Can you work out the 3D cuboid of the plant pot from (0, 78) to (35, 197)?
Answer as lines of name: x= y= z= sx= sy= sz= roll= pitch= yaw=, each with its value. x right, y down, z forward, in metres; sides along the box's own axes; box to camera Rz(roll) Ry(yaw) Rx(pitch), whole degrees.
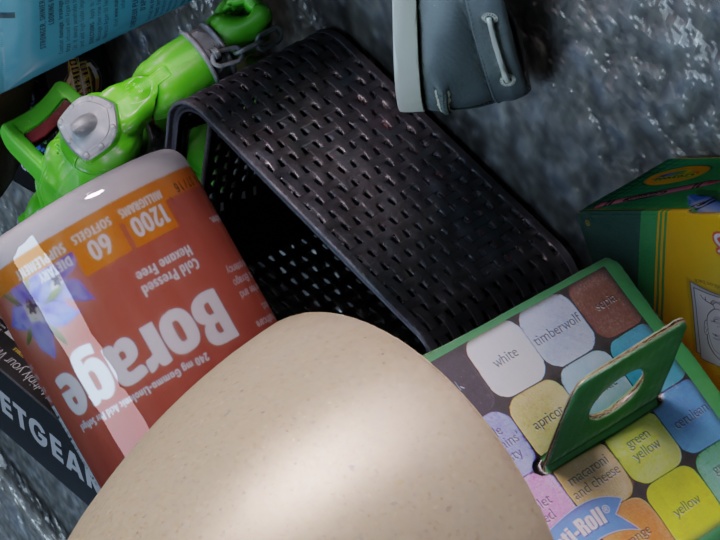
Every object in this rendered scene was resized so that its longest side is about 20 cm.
plant pot: x=-0.246 y=-0.125 z=1.262 sx=0.200 sy=0.200 sz=0.199 roll=48 pitch=154 yaw=21

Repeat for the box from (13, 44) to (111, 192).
box: x=-0.223 y=-0.157 z=1.409 sx=0.200 sy=0.050 sz=0.200 roll=27 pitch=134 yaw=41

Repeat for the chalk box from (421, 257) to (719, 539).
chalk box: x=0.073 y=0.089 z=0.965 sx=0.124 sy=0.124 sz=0.200 roll=54 pitch=146 yaw=13

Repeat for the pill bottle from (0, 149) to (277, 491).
pill bottle: x=-0.084 y=0.054 z=1.130 sx=0.201 sy=0.112 sz=0.112 roll=60 pitch=150 yaw=0

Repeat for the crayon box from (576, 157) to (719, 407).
crayon box: x=0.181 y=0.019 z=0.932 sx=0.200 sy=0.058 sz=0.119 roll=1 pitch=115 yaw=56

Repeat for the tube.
tube: x=-0.076 y=-0.143 z=1.046 sx=0.050 sy=0.199 sz=0.078 roll=35 pitch=140 yaw=36

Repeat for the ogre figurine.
ogre figurine: x=-0.115 y=-0.062 z=1.255 sx=0.200 sy=0.120 sz=0.099 roll=-18 pitch=100 yaw=60

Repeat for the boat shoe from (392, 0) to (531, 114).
boat shoe: x=0.047 y=-0.157 z=1.008 sx=0.061 sy=0.073 sz=0.201 roll=4 pitch=122 yaw=5

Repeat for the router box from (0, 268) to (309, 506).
router box: x=-0.106 y=0.054 z=1.303 sx=0.200 sy=0.157 sz=0.052 roll=35 pitch=141 yaw=38

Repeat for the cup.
cup: x=-0.039 y=0.134 z=0.908 sx=0.200 sy=0.143 sz=0.201 roll=31 pitch=134 yaw=39

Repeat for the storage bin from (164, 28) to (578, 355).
storage bin: x=0.000 y=0.000 z=1.159 sx=0.200 sy=0.094 sz=0.136 roll=44 pitch=146 yaw=25
